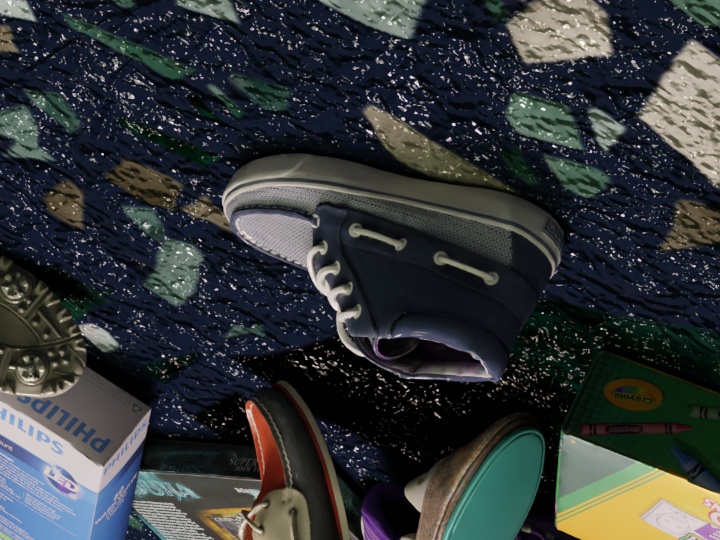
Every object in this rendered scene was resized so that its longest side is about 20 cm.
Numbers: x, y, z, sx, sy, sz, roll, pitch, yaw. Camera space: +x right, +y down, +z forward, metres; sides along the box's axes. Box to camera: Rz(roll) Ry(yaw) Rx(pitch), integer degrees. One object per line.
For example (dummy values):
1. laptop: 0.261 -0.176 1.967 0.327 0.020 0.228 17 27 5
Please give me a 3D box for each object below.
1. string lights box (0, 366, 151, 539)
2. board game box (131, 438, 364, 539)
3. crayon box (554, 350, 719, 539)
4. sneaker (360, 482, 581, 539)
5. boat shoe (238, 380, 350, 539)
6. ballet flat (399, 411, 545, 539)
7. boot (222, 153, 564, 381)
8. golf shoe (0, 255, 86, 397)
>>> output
1. string lights box: -0.203 0.136 1.883 0.103 0.059 0.200 32 145 11
2. board game box: -0.070 0.160 1.888 0.200 0.028 0.135 1 143 42
3. crayon box: 0.206 0.125 1.544 0.200 0.058 0.119 20 152 13
4. sneaker: 0.082 0.168 1.720 0.200 0.081 0.083 5 133 32
5. boat shoe: -0.039 0.165 1.709 0.062 0.200 0.071 -13 170 -13
6. ballet flat: 0.049 0.158 1.671 0.068 0.200 0.067 -2 -151 -40
7. boot: 0.000 0.000 1.473 0.200 0.090 0.073 7 147 34
8. golf shoe: -0.249 0.026 1.790 0.200 0.078 0.097 25 171 17
